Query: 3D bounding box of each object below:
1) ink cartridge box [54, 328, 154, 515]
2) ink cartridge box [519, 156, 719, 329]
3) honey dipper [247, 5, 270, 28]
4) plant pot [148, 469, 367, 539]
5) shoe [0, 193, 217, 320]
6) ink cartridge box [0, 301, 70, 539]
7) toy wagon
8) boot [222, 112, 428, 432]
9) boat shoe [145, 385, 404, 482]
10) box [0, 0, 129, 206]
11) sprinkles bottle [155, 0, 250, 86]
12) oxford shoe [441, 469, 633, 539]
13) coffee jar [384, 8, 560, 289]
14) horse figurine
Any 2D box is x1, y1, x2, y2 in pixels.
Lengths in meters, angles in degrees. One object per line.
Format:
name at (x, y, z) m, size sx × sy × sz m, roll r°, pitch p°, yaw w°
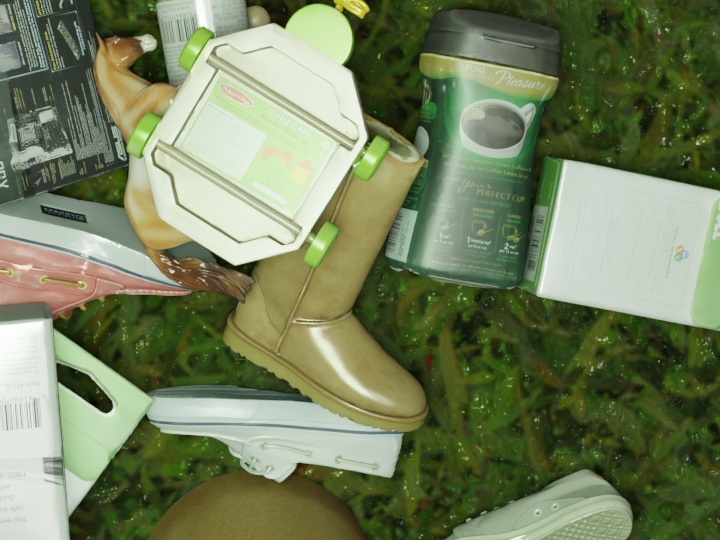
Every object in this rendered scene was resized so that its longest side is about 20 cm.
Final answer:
ink cartridge box at (-0.252, 0.142, 1.473) m, size 0.104 × 0.059 × 0.200 m, roll 37°, pitch 89°, yaw -12°
ink cartridge box at (0.230, -0.016, 1.533) m, size 0.199 × 0.059 × 0.104 m, roll 11°, pitch 94°, yaw -11°
honey dipper at (-0.052, -0.100, 1.500) m, size 0.038 × 0.038 × 0.201 m, roll -16°, pitch 94°, yaw -8°
plant pot at (-0.065, 0.254, 1.446) m, size 0.186 × 0.200 × 0.187 m, roll -1°, pitch 96°, yaw -8°
shoe at (-0.210, 0.002, 1.468) m, size 0.199 × 0.072 × 0.091 m, roll 15°, pitch 115°, yaw -22°
ink cartridge box at (-0.279, 0.131, 1.392) m, size 0.146 × 0.086 × 0.201 m, roll -5°, pitch 99°, yaw -10°
toy wagon at (-0.057, -0.104, 1.372) m, size 0.155 × 0.040 × 0.200 m, roll 32°, pitch 94°, yaw 1°
boot at (0.000, 0.000, 1.445) m, size 0.175 × 0.066 × 0.201 m, roll 26°, pitch 116°, yaw 5°
boat shoe at (-0.062, 0.125, 1.497) m, size 0.199 × 0.074 × 0.067 m, roll 4°, pitch 94°, yaw -10°
box at (-0.247, -0.150, 1.401) m, size 0.050 × 0.158 × 0.201 m, roll -8°, pitch 100°, yaw 34°
sprinkles bottle at (-0.108, -0.149, 1.465) m, size 0.068 × 0.068 × 0.201 m, roll -10°, pitch 97°, yaw -9°
oxford shoe at (0.112, 0.209, 1.548) m, size 0.199 × 0.058 × 0.075 m, roll -23°, pitch 130°, yaw 6°
coffee jar at (0.085, -0.091, 1.495) m, size 0.104 × 0.085 × 0.201 m, roll 10°, pitch 95°, yaw -14°
horse figurine at (-0.123, -0.072, 1.421) m, size 0.132 × 0.050 × 0.201 m, roll -3°, pitch 95°, yaw 10°
